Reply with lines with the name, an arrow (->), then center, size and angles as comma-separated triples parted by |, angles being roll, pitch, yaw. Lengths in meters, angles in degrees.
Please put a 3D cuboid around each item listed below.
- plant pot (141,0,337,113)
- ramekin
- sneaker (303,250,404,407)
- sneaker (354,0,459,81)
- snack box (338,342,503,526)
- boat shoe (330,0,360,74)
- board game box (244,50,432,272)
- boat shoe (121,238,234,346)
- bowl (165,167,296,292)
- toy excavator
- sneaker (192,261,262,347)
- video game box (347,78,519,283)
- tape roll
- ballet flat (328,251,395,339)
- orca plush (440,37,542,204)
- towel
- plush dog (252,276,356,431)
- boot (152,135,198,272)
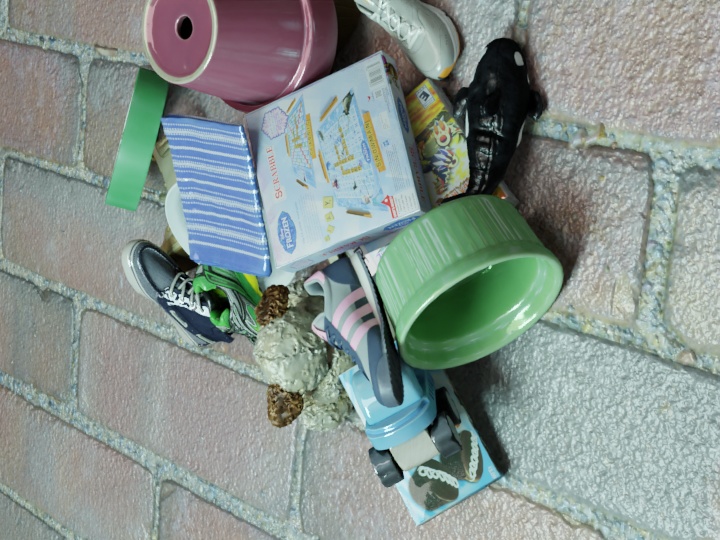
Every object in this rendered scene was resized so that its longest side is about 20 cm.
plant pot -> -0.156, -0.289, 1.516 | 0.198, 0.178, 0.203 | 6, 99, 38
ramekin -> 0.113, 0.010, 1.376 | 0.201, 0.198, 0.098 | -51, 52, 35
sneaker -> -0.007, 0.074, 1.372 | 0.081, 0.070, 0.202 | -20, 49, 5
sneaker -> 0.038, -0.303, 1.489 | 0.076, 0.091, 0.201 | -50, 60, 36
snack box -> 0.070, 0.184, 1.492 | 0.115, 0.037, 0.202 | -31, 74, 7
boat shoe -> -0.059, -0.302, 1.605 | 0.072, 0.072, 0.202 | 44, 128, 32
board game box -> -0.029, -0.125, 1.479 | 0.197, 0.041, 0.203 | -20, 72, 24
boat shoe -> -0.244, 0.029, 1.764 | 0.092, 0.200, 0.075 | -3, 49, 39
bowl -> -0.153, -0.074, 1.677 | 0.199, 0.091, 0.202 | 20, 143, 16
toy excavator -> 0.028, 0.111, 1.431 | 0.099, 0.195, 0.202 | -26, 106, 9
sneaker -> -0.161, 0.063, 1.687 | 0.077, 0.085, 0.201 | -9, 125, 45
video game box -> 0.057, -0.090, 1.476 | 0.199, 0.047, 0.183 | -40, 69, 17
tape roll -> -0.322, -0.189, 1.817 | 0.200, 0.047, 0.203 | -166, 90, -78
ballet flat -> 0.000, 0.000, 1.556 | 0.070, 0.069, 0.201 | -54, 51, 33
orca plush -> 0.132, -0.165, 1.386 | 0.104, 0.071, 0.202 | 26, 92, 26
towel -> -0.178, -0.091, 1.559 | 0.143, 0.024, 0.203 | 13, 123, 39
plush dog -> -0.058, 0.102, 1.566 | 0.159, 0.170, 0.203 | -14, 83, 44
boot -> -0.261, -0.102, 1.823 | 0.200, 0.072, 0.157 | -51, 58, 37
